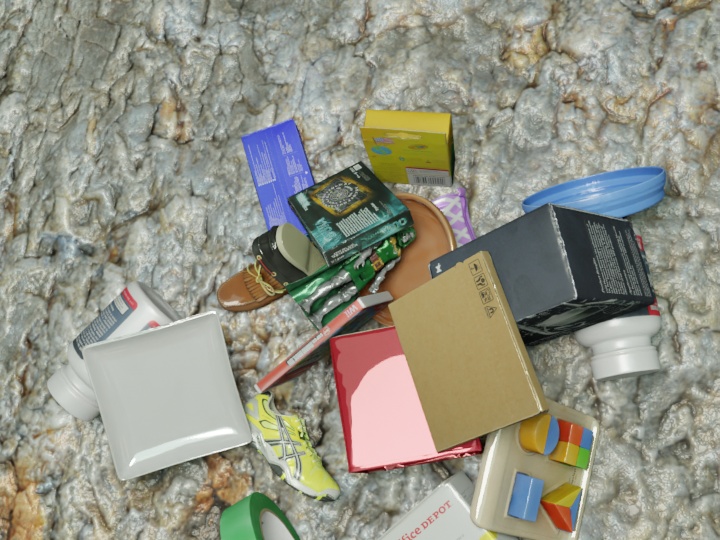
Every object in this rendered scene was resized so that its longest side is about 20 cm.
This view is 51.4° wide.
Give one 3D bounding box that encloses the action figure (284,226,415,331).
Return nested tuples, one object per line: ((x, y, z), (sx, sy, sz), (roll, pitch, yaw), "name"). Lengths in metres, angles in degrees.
((0.000, 0.000, 1.065), (0.200, 0.118, 0.055), (-41, 45, -10), "action figure")

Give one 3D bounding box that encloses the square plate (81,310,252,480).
((-0.275, 0.178, 1.075), (0.197, 0.028, 0.201), (-15, 94, -6), "square plate")

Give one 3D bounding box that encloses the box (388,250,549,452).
((0.123, 0.101, 0.911), (0.163, 0.021, 0.201), (-32, 68, 38), "box")

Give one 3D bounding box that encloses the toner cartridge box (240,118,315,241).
((-0.122, -0.139, 1.218), (0.094, 0.043, 0.201), (-19, 74, 4), "toner cartridge box")

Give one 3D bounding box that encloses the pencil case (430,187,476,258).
((0.151, -0.017, 1.122), (0.085, 0.084, 0.201), (-32, 71, 38), "pencil case")

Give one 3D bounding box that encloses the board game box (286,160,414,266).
((-0.021, -0.089, 1.095), (0.135, 0.028, 0.200), (-27, 34, -6), "board game box")

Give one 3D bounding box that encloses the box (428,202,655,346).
((0.232, 0.015, 0.964), (0.200, 0.196, 0.125), (-28, 65, 42), "box")

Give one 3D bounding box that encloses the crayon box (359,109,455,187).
((0.075, -0.187, 1.118), (0.126, 0.200, 0.051), (6, 77, 10), "crayon box")

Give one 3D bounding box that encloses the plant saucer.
((0.067, -0.014, 1.119), (0.199, 0.037, 0.202), (-2, 86, 42), "plant saucer")

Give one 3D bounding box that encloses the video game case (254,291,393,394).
((-0.049, 0.101, 1.069), (0.200, 0.143, 0.017), (-41, 80, 15), "video game case")

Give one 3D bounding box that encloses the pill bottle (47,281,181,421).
((-0.373, 0.126, 1.144), (0.200, 0.120, 0.120), (-45, 74, -4), "pill bottle")

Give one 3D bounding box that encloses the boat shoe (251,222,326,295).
((-0.080, 0.008, 1.104), (0.063, 0.201, 0.074), (-18, 44, 29), "boat shoe")

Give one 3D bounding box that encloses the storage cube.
((0.068, 0.179, 1.044), (0.199, 0.171, 0.181), (-12, 73, 6), "storage cube")

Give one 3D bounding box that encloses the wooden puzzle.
((0.247, 0.267, 1.001), (0.199, 0.046, 0.186), (23, 77, -32), "wooden puzzle")

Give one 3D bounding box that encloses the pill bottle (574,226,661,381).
((0.357, 0.049, 1.058), (0.119, 0.120, 0.201), (-10, 75, 6), "pill bottle")

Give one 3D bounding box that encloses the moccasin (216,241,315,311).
((-0.131, 0.008, 1.164), (0.200, 0.078, 0.074), (-17, 74, 4), "moccasin")

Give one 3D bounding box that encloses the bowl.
((0.332, -0.103, 1.066), (0.199, 0.201, 0.040), (-15, 100, 5), "bowl")

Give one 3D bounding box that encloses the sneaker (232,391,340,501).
((-0.102, 0.258, 1.100), (0.200, 0.075, 0.077), (40, 86, 14), "sneaker")

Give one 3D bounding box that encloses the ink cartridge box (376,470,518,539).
((0.141, 0.396, 1.006), (0.145, 0.083, 0.200), (-44, 74, 15), "ink cartridge box")

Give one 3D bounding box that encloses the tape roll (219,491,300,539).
((-0.115, 0.399, 1.001), (0.048, 0.200, 0.201), (-30, 74, 0), "tape roll")
